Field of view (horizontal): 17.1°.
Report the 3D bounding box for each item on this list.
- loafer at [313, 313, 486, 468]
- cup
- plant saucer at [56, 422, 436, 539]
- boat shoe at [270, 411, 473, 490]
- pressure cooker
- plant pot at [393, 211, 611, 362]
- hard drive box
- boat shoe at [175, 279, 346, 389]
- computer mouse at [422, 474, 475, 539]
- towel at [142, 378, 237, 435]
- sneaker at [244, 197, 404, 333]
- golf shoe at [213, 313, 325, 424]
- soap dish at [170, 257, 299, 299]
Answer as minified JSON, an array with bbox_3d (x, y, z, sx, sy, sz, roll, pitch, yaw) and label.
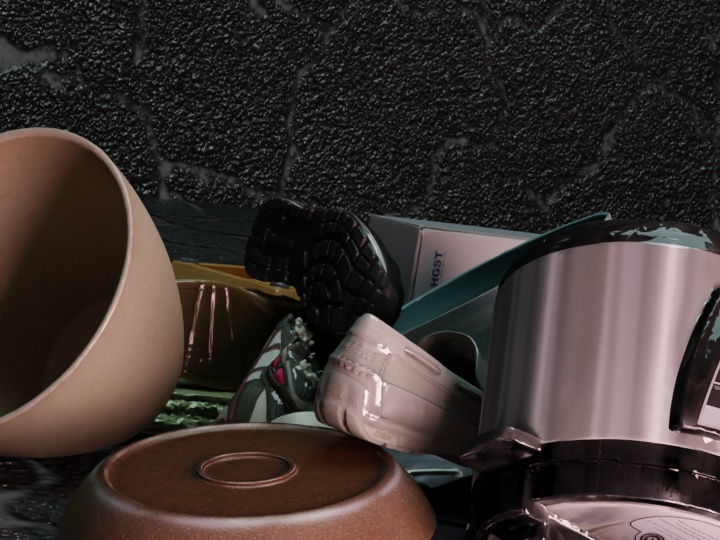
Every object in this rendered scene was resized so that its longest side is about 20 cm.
[{"bbox_3d":[0.052,0.070,1.329,0.070,0.070,0.200,20,0,36],"label":"loafer"},{"bbox_3d":[-0.187,0.035,1.464,0.199,0.201,0.143,13,-19,36],"label":"cup"},{"bbox_3d":[-0.060,0.118,1.252,0.199,0.035,0.200,-2,15,0],"label":"plant saucer"},{"bbox_3d":[0.032,0.137,1.429,0.199,0.073,0.063,13,46,-25],"label":"boat shoe"},{"bbox_3d":[0.146,0.097,1.241,0.175,0.201,0.179,4,-29,10],"label":"pressure cooker"},{"bbox_3d":[0.102,0.067,1.557,0.200,0.135,0.200,-27,3,2],"label":"plant pot"},{"bbox_3d":[0.097,0.045,1.867,0.199,0.157,0.077,7,6,-33],"label":"hard drive box"},{"bbox_3d":[-0.084,0.047,1.647,0.199,0.074,0.066,11,-7,-33],"label":"boat shoe"},{"bbox_3d":[0.028,0.144,1.333,0.140,0.046,0.199,12,13,39],"label":"computer mouse"},{"bbox_3d":[-0.107,0.093,1.649,0.199,0.037,0.148,6,6,-27],"label":"towel"},{"bbox_3d":[0.000,0.000,1.600,0.087,0.076,0.200,18,7,-27],"label":"sneaker"},{"bbox_3d":[-0.055,0.083,1.523,0.088,0.077,0.200,-35,2,6],"label":"golf shoe"},{"bbox_3d":[-0.063,0.043,2.011,0.157,0.082,0.199,14,6,42],"label":"soap dish"}]
